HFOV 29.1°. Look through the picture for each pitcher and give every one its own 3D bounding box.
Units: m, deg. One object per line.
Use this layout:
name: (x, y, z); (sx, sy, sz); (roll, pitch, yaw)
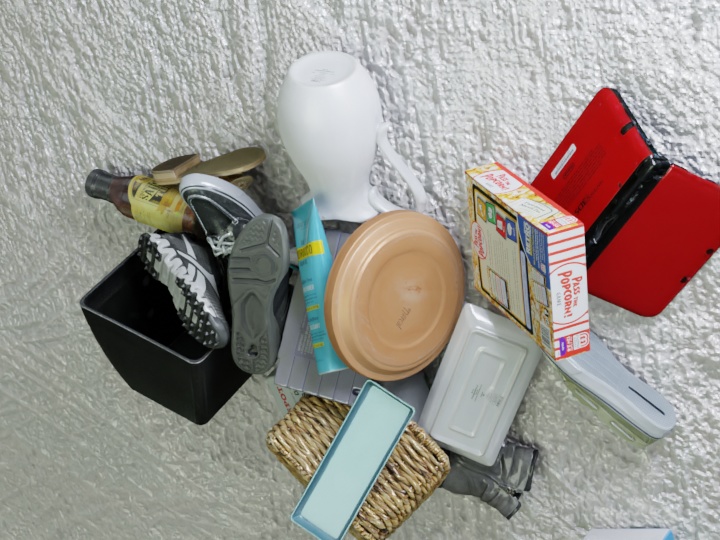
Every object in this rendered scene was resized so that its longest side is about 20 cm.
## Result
pitcher: (-0.008, -0.146, 1.611); (0.170, 0.122, 0.201); (8, 131, 20)

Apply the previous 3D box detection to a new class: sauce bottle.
sauce bottle: (-0.286, -0.094, 1.871); (0.199, 0.066, 0.066); (17, 125, 25)

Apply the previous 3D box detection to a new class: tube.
tube: (-0.046, 0.020, 1.632); (0.077, 0.050, 0.202); (-21, 80, 60)

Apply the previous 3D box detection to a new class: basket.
basket: (-0.002, 0.233, 1.739); (0.200, 0.149, 0.143); (43, 168, 10)

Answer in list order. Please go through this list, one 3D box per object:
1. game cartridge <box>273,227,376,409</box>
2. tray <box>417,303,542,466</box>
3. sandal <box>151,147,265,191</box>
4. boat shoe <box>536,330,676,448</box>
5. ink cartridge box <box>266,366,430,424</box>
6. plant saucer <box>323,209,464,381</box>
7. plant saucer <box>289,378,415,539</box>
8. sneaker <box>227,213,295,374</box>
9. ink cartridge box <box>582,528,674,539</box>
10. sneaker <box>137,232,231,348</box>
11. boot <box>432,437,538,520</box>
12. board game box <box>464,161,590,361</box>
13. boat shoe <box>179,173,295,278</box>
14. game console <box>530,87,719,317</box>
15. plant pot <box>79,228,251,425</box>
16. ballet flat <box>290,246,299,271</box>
game cartridge: (-0.026, 0.055, 1.676); (0.129, 0.038, 0.202); (14, 88, 26)
tray: (0.141, 0.143, 1.656); (0.107, 0.022, 0.201); (21, 118, 3)
sandal: (-0.184, -0.110, 1.784); (0.211, 0.077, 0.070); (1, 119, 45)
boat shoe: (0.269, 0.131, 1.590); (0.200, 0.072, 0.062); (42, 130, 5)
ink cartridge box: (-0.009, 0.171, 1.810); (0.199, 0.083, 0.148); (-14, 106, 41)
plant saucer: (0.046, 0.031, 1.608); (0.032, 0.199, 0.202); (18, 128, 52)
plant saucer: (-0.008, 0.228, 1.635); (0.070, 0.019, 0.201); (32, 103, 12)
sneaker: (-0.115, 0.016, 1.712); (0.076, 0.114, 0.201); (6, 112, 11)
ink cartridge box: (0.349, 0.420, 1.703); (0.115, 0.067, 0.201); (-9, 109, 39)
sneaker: (-0.201, 0.015, 1.757); (0.200, 0.090, 0.067); (50, 141, 33)
boot: (0.164, 0.207, 1.727); (0.131, 0.070, 0.201); (18, 124, 13)
board game box: (0.180, -0.014, 1.515); (0.200, 0.046, 0.153); (-133, 32, -58)
boat shoe: (-0.158, -0.042, 1.745); (0.073, 0.068, 0.199); (-13, 137, 33)
game console: (0.289, -0.071, 1.494); (0.200, 0.118, 0.173); (-57, 47, 41)
plant pot: (-0.232, 0.084, 1.861); (0.199, 0.200, 0.178); (25, 139, 22)
ballet flat: (0.000, 0.000, 1.728); (0.199, 0.072, 0.072); (25, 128, 20)
